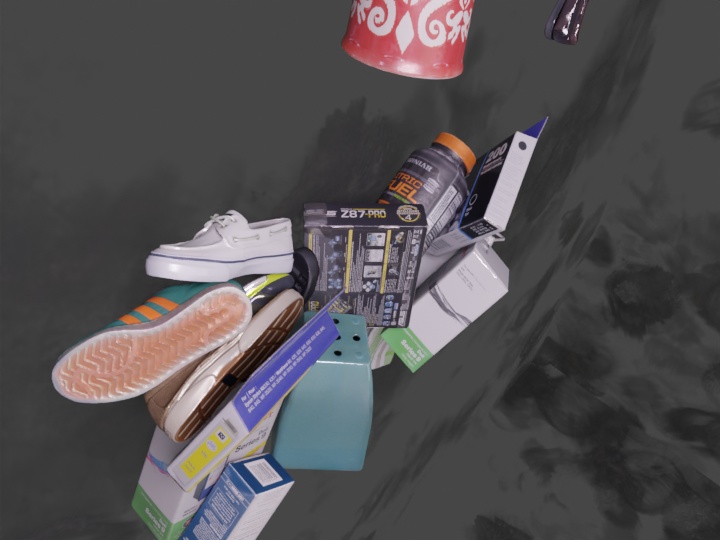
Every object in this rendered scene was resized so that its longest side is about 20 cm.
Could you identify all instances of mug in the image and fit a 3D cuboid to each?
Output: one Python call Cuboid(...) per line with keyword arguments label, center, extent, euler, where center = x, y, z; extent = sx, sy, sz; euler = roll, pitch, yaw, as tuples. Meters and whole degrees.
Cuboid(label="mug", center=(0.055, -0.320, 0.601), extent=(0.130, 0.179, 0.204), euler=(0, 125, -16))

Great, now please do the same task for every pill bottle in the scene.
Cuboid(label="pill bottle", center=(0.089, -0.105, 0.905), extent=(0.202, 0.105, 0.106), euler=(-54, 155, -6))

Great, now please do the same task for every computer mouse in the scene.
Cuboid(label="computer mouse", center=(-0.106, 0.055, 0.786), extent=(0.034, 0.059, 0.202), euler=(-8, 137, -56))

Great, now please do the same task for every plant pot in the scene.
Cuboid(label="plant pot", center=(-0.049, 0.165, 0.871), extent=(0.137, 0.143, 0.203), euler=(6, 130, -11))

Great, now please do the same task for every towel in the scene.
Cuboid(label="towel", center=(0.043, 0.140, 1.213), extent=(0.199, 0.030, 0.152), euler=(0, 121, -62))

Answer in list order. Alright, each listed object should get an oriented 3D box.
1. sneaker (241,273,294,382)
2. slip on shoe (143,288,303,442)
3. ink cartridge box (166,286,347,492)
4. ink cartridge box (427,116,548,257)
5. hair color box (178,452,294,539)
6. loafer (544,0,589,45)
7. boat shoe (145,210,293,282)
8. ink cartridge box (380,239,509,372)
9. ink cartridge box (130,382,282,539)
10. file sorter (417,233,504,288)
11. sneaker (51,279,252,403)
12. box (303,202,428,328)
Cuboid(label="sneaker", center=(-0.145, 0.084, 0.718), extent=(0.200, 0.081, 0.074), euler=(-47, -178, -11))
Cuboid(label="slip on shoe", center=(-0.144, 0.087, 0.652), extent=(0.201, 0.060, 0.076), euler=(-48, 161, -14))
Cuboid(label="ink cartridge box", center=(-0.100, 0.127, 0.671), extent=(0.200, 0.047, 0.197), euler=(-43, 180, 35))
Cuboid(label="ink cartridge box", center=(0.187, -0.132, 0.941), extent=(0.203, 0.043, 0.198), euler=(-64, -166, -19))
Cuboid(label="hair color box", center=(-0.183, 0.348, 0.816), extent=(0.202, 0.060, 0.100), euler=(-57, 155, 8))
Cuboid(label="loafer", center=(0.392, -0.485, 1.043), extent=(0.071, 0.062, 0.203), euler=(1, 120, -61))
Cuboid(label="boat shoe", center=(-0.143, -0.029, 0.639), extent=(0.199, 0.072, 0.069), euler=(-8, 104, -63))
Cuboid(label="ink cartridge box", center=(0.137, 0.047, 0.965), extent=(0.200, 0.084, 0.146), euler=(-43, 180, 20))
Cuboid(label="ink cartridge box", center=(-0.204, 0.240, 0.813), extent=(0.144, 0.087, 0.204), euler=(-13, 132, -55))
Cuboid(label="file sorter", center=(0.154, -0.008, 1.108), extent=(0.124, 0.137, 0.204), euler=(-9, 129, -60))
Cuboid(label="sneaker", center=(-0.206, 0.065, 0.615), extent=(0.196, 0.080, 0.073), euler=(-24, 110, -16))
Cuboid(label="box", center=(0.000, 0.000, 0.827), extent=(0.156, 0.050, 0.203), euler=(-2, 136, -6))
